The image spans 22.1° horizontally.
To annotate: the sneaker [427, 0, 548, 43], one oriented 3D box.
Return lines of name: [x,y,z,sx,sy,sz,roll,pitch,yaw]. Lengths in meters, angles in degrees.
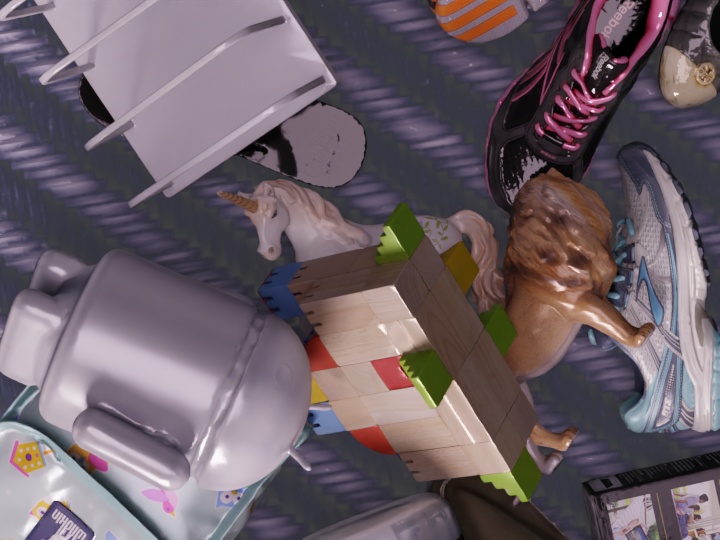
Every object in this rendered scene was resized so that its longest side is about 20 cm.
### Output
sneaker: [0.126,-0.234,1.178,0.200,0.112,0.078,-24,132,10]

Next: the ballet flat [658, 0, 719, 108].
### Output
ballet flat: [0.271,-0.185,1.210,0.200,0.057,0.066,-47,121,4]

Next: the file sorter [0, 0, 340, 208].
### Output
file sorter: [-0.133,-0.156,1.141,0.139,0.125,0.200,-32,95,14]

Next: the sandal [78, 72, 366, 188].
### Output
sandal: [-0.092,-0.108,1.235,0.199,0.045,0.075,17,96,0]

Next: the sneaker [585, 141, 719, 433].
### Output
sneaker: [0.189,0.016,1.223,0.086,0.078,0.201,-13,93,5]

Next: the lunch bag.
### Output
lunch bag: [-0.156,0.131,1.205,0.170,0.122,0.200,41,82,1]

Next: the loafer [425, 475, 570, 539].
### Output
loafer: [0.121,0.198,1.210,0.075,0.070,0.200,-32,67,-29]

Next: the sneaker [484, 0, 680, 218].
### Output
sneaker: [0.145,-0.122,1.205,0.079,0.095,0.200,28,95,-4]

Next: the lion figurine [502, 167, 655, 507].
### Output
lion figurine: [0.112,0.043,1.194,0.122,0.072,0.200,36,102,11]

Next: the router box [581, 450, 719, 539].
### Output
router box: [0.244,0.227,1.247,0.149,0.051,0.201,-12,94,0]

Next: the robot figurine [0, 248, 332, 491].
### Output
robot figurine: [-0.114,0.060,1.106,0.200,0.170,0.113,24,132,-2]

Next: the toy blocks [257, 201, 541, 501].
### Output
toy blocks: [0.015,0.062,1.162,0.136,0.100,0.200,-12,121,39]

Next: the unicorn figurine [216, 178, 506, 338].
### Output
unicorn figurine: [0.000,0.000,1.232,0.199,0.074,0.138,-9,97,-18]

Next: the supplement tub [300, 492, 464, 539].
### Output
supplement tub: [0.034,0.255,1.183,0.122,0.123,0.201,-22,88,3]
